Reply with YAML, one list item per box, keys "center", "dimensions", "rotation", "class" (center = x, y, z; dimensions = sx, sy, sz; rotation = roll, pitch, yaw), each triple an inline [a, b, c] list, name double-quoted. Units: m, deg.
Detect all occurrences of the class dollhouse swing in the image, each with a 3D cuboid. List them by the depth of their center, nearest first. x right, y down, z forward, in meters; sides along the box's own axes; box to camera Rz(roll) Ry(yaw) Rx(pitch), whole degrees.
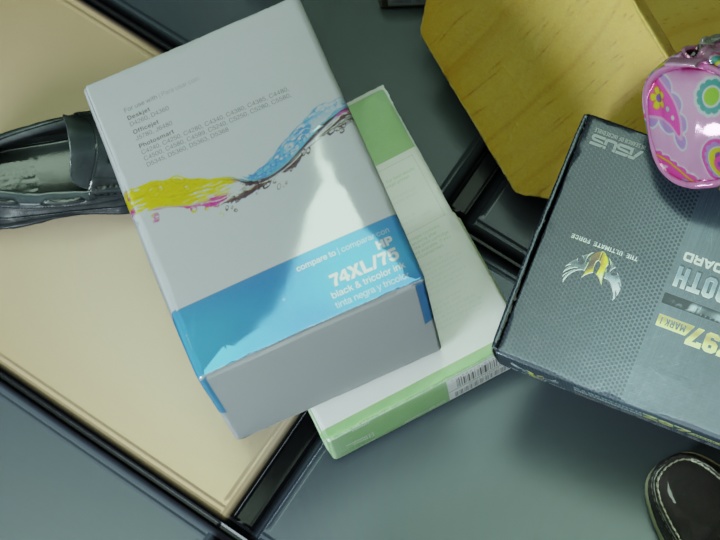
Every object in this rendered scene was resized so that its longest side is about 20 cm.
- center: [0.175, -0.163, 1.464]
  dimensions: [0.181, 0.175, 0.201]
  rotation: [-36, 82, 33]
  class: "dollhouse swing"

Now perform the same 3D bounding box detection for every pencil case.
- center: [0.247, -0.116, 1.319]
  dimensions: [0.087, 0.088, 0.199]
  rotation: [45, 45, 17]
  class: "pencil case"

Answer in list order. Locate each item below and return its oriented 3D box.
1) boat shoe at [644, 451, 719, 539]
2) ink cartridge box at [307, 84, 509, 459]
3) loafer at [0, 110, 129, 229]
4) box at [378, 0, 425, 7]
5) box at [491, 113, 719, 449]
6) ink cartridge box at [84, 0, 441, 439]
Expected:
- center: [0.245, 0.188, 1.345]
  dimensions: [0.073, 0.065, 0.200]
  rotation: [-36, 71, -5]
  class: "boat shoe"
- center: [0.000, 0.000, 1.444]
  dimensions: [0.145, 0.048, 0.201]
  rotation: [-27, 69, -4]
  class: "ink cartridge box"
- center: [-0.179, -0.072, 1.473]
  dimensions: [0.199, 0.070, 0.069]
  rotation: [-12, 71, 1]
  class: "loafer"
- center: [0.072, -0.281, 1.541]
  dimensions: [0.120, 0.032, 0.202]
  rotation: [-1, 70, 5]
  class: "box"
- center: [0.197, 0.015, 1.321]
  dimensions: [0.199, 0.051, 0.159]
  rotation: [21, 82, 13]
  class: "box"
- center: [-0.058, -0.030, 1.358]
  dimensions: [0.145, 0.147, 0.201]
  rotation: [-23, 71, -2]
  class: "ink cartridge box"
